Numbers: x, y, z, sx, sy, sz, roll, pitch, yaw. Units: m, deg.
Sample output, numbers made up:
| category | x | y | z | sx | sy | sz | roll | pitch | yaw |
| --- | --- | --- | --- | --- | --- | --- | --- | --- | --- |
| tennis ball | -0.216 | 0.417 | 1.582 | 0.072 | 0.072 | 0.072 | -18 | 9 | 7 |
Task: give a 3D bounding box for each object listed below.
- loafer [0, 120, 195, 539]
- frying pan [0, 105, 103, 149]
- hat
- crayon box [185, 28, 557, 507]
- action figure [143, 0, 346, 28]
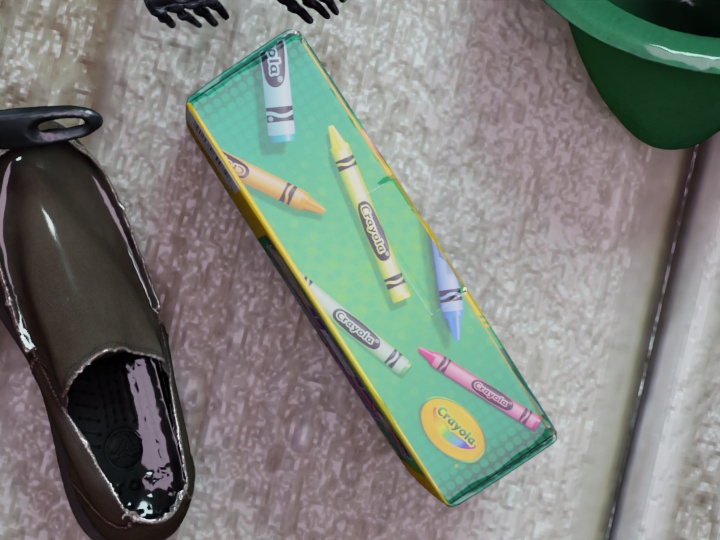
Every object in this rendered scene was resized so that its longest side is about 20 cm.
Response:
| category | x | y | z | sx | sy | sz | roll | pitch | yaw |
| --- | --- | --- | --- | --- | --- | --- | --- | --- | --- |
| loafer | -0.112 | 0.026 | 0.857 | 0.073 | 0.071 | 0.201 | -23 | 95 | -22 |
| frying pan | -0.215 | -0.067 | 0.818 | 0.189 | 0.031 | 0.115 | -26 | 126 | 16 |
| hat | 0.139 | -0.080 | 0.910 | 0.165 | 0.176 | 0.201 | -3 | 49 | -11 |
| crayon box | 0.000 | 0.000 | 0.849 | 0.058 | 0.119 | 0.200 | -33 | 93 | -4 |
| action figure | -0.066 | -0.197 | 0.858 | 0.118 | 0.102 | 0.201 | -10 | 64 | 3 |
